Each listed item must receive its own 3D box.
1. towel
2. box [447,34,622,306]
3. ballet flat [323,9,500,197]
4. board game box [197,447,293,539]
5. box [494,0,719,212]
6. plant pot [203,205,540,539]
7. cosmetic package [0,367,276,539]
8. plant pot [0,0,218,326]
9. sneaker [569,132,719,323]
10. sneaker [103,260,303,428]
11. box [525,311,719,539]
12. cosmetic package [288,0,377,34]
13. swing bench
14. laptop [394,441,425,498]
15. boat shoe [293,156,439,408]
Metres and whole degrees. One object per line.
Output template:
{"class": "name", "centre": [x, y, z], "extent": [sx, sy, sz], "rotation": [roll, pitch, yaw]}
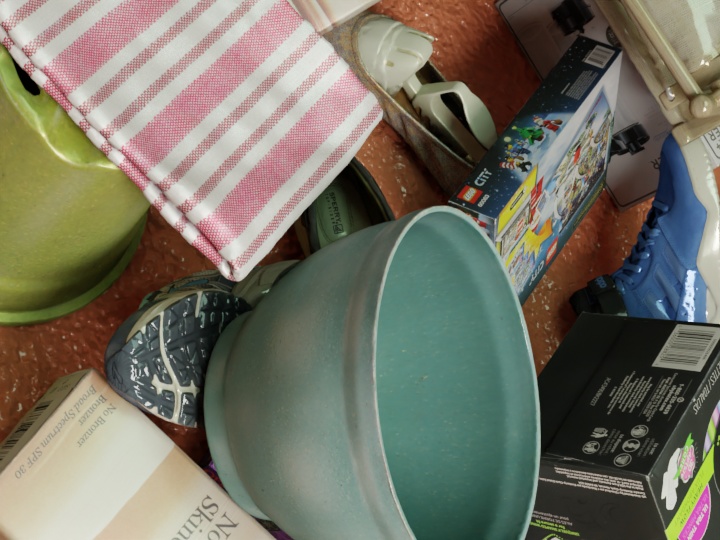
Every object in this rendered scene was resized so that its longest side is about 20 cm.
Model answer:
{"class": "towel", "centre": [-0.087, -0.110, 0.734], "extent": [0.200, 0.030, 0.147], "rotation": [47, 55, -12]}
{"class": "box", "centre": [0.125, -0.056, 1.027], "extent": [0.037, 0.137, 0.200], "rotation": [23, 52, 22]}
{"class": "ballet flat", "centre": [0.043, -0.133, 1.035], "extent": [0.200, 0.067, 0.068], "rotation": [44, 56, -14]}
{"class": "board game box", "centre": [-0.013, 0.089, 0.948], "extent": [0.120, 0.032, 0.201], "rotation": [39, 57, -12]}
{"class": "box", "centre": [0.207, -0.159, 1.124], "extent": [0.060, 0.116, 0.201], "rotation": [-35, 96, -37]}
{"class": "plant pot", "centre": [-0.001, 0.073, 0.783], "extent": [0.200, 0.133, 0.202], "rotation": [22, 64, -57]}
{"class": "cosmetic package", "centre": [-0.121, 0.160, 0.803], "extent": [0.200, 0.087, 0.104], "rotation": [44, 67, -14]}
{"class": "plant pot", "centre": [-0.174, -0.087, 0.800], "extent": [0.199, 0.184, 0.202], "rotation": [11, 69, -31]}
{"class": "sneaker", "centre": [0.210, -0.001, 1.065], "extent": [0.110, 0.077, 0.202], "rotation": [-5, 101, 4]}
{"class": "sneaker", "centre": [-0.101, 0.042, 0.840], "extent": [0.200, 0.086, 0.078], "rotation": [-20, 108, -65]}
{"class": "box", "centre": [0.198, 0.153, 0.966], "extent": [0.149, 0.124, 0.201], "rotation": [-48, 128, -36]}
{"class": "cosmetic package", "centre": [-0.003, -0.234, 0.961], "extent": [0.199, 0.087, 0.104], "rotation": [-33, 104, -8]}
{"class": "swing bench", "centre": [0.218, -0.204, 0.974], "extent": [0.129, 0.200, 0.200], "rotation": [-32, 84, 4]}
{"class": "laptop", "centre": [0.090, 0.167, 0.941], "extent": [0.102, 0.201, 0.178], "rotation": [20, 55, 18]}
{"class": "boat shoe", "centre": [0.001, -0.001, 0.917], "extent": [0.071, 0.066, 0.202], "rotation": [-17, 54, -8]}
